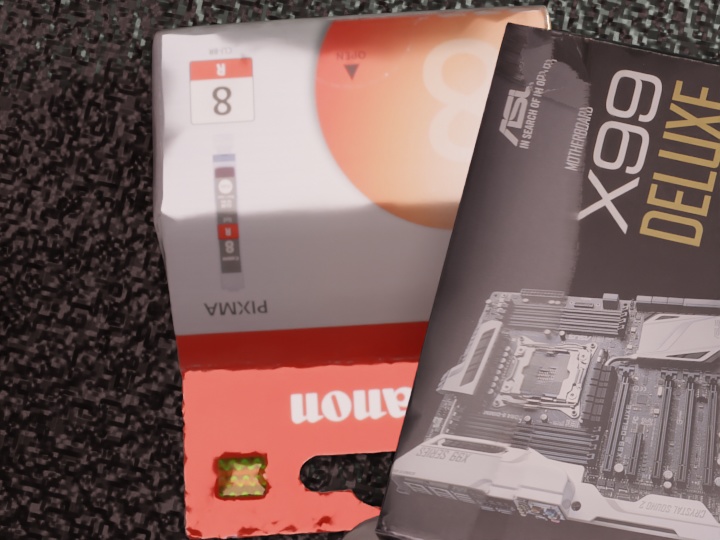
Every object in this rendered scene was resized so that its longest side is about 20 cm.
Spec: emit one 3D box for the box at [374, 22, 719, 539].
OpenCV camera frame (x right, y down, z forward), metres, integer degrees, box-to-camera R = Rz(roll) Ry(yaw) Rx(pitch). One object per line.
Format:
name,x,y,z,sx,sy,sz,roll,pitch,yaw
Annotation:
box,0.106,0.022,0.952,0.156,0.050,0.202,13,77,11

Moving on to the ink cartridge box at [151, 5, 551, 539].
ink cartridge box,0.000,0.000,1.030,0.161,0.050,0.202,-3,78,4

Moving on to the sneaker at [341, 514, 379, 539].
sneaker,0.039,0.174,0.934,0.200,0.129,0.080,52,121,16
